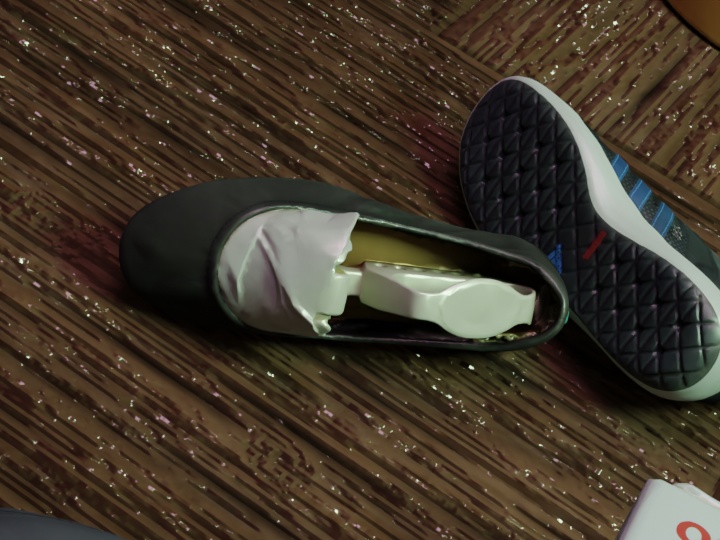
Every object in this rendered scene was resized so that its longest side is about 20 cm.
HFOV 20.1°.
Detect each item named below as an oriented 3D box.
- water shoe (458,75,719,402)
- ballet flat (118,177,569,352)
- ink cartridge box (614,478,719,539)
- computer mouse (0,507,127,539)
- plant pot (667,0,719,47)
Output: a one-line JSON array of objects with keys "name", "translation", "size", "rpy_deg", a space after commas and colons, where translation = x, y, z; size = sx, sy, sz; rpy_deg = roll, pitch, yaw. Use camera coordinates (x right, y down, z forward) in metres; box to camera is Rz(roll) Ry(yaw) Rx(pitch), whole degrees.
[{"name": "water shoe", "translation": [0.116, -0.009, 0.945], "size": [0.079, 0.072, 0.200], "rpy_deg": [19, 29, -48]}, {"name": "ballet flat", "translation": [0.000, 0.000, 0.858], "size": [0.199, 0.069, 0.068], "rpy_deg": [5, 10, -18]}, {"name": "ink cartridge box", "translation": [0.122, 0.187, 0.705], "size": [0.146, 0.083, 0.200], "rpy_deg": [29, 42, 9]}, {"name": "computer mouse", "translation": [-0.140, 0.128, 0.685], "size": [0.199, 0.046, 0.141], "rpy_deg": [18, 39, -4]}, {"name": "plant pot", "translation": [0.277, -0.214, 1.166], "size": [0.199, 0.141, 0.201], "rpy_deg": [12, 42, -11]}]
